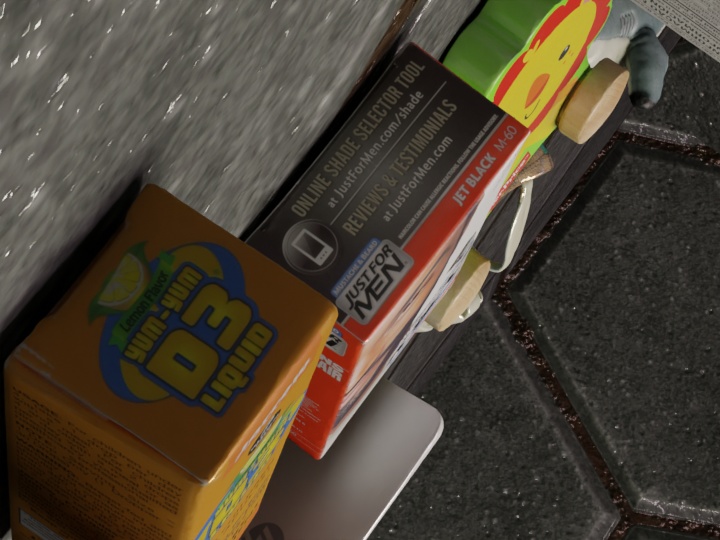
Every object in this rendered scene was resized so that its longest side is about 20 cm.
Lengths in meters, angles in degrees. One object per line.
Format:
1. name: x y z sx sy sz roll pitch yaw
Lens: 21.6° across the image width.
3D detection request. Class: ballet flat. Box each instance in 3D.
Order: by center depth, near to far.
1. ballet flat: 0.052 -0.009 1.145 0.200 0.067 0.068 -58 173 35

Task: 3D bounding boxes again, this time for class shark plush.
1. shark plush: 0.167 -0.179 1.123 0.200 0.091 0.083 -47 142 -22

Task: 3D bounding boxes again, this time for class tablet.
1. tablet: -0.056 0.127 0.900 0.200 0.130 0.014 -54 132 -8

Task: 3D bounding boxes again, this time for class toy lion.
1. toy lion: 0.062 -0.071 0.935 0.200 0.069 0.192 -54 167 2

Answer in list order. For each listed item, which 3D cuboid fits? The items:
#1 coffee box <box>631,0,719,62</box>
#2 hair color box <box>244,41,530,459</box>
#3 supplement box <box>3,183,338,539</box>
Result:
1. coffee box: 0.175 -0.161 0.579 0.200 0.200 0.198 -54 175 -2
2. hair color box: 0.000 0.000 0.791 0.111 0.064 0.200 -52 173 -17
3. supplement box: -0.062 0.052 0.568 0.067 0.069 0.200 -54 173 -23
